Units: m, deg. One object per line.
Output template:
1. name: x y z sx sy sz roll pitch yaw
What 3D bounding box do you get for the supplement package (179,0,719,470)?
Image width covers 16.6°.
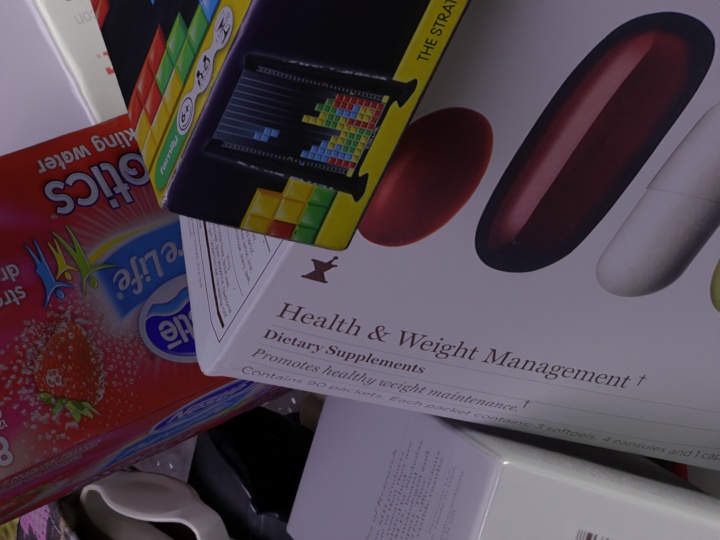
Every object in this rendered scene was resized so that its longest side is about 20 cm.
1. supplement package: 0.069 -0.069 0.712 0.200 0.190 0.148 -57 32 40

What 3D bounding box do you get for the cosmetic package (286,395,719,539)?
1. cosmetic package: 0.050 0.086 0.793 0.200 0.101 0.072 -151 79 -76

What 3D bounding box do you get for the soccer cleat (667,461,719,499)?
1. soccer cleat: 0.166 0.137 0.825 0.085 0.068 0.201 -24 88 41

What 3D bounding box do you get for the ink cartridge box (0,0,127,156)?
1. ink cartridge box: -0.109 -0.139 0.915 0.083 0.146 0.201 -32 84 46

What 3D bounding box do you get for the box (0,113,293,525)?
1. box: -0.087 0.012 0.838 0.095 0.199 0.100 -38 79 49

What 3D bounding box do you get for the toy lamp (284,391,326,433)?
1. toy lamp: 0.000 0.000 0.932 0.058 0.058 0.201 36 128 27

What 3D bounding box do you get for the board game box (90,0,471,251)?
1. board game box: -0.007 -0.135 0.610 0.201 0.056 0.166 -63 31 27

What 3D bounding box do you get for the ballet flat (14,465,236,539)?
1. ballet flat: -0.047 0.119 0.869 0.199 0.069 0.072 29 133 29

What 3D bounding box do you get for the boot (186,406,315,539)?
1. boot: -0.073 0.135 0.978 0.164 0.066 0.201 31 131 21
